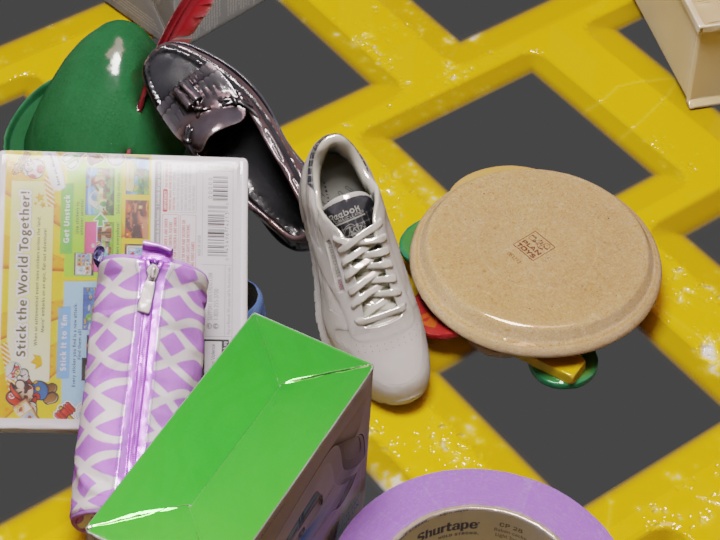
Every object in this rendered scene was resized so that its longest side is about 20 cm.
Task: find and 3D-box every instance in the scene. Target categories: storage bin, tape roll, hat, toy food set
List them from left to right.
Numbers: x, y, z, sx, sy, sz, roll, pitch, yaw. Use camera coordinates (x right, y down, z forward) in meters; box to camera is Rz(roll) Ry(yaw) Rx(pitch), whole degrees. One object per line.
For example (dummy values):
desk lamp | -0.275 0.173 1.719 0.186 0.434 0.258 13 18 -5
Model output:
hat | -0.196 -0.176 1.612 0.164 0.177 0.200 21 48 17
tape roll | 0.075 0.225 1.313 0.198 0.066 0.201 2 46 -2
toy food set | 0.128 -0.003 1.548 0.199 0.049 0.198 27 51 22
storage bin | 0.344 -0.250 1.766 0.197 0.094 0.201 -9 46 -11

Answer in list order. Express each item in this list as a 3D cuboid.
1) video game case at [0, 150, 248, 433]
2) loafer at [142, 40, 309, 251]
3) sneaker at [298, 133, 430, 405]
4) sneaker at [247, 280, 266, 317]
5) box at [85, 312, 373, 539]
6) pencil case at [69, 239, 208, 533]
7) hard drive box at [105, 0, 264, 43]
video game case | -0.170 0.016 1.456 0.180 0.023 0.202 1 78 -8
loafer | -0.094 -0.098 1.560 0.072 0.063 0.200 -42 88 7
sneaker | 0.000 0.000 1.479 0.076 0.081 0.202 -18 76 -12
sneaker | -0.168 0.006 1.506 0.198 0.078 0.071 5 45 3
box | -0.081 0.163 1.288 0.096 0.177 0.200 22 48 17
pencil case | -0.148 0.084 1.381 0.083 0.086 0.202 8 72 -14
hard drive box | -0.140 -0.300 1.806 0.155 0.077 0.199 36 54 28
